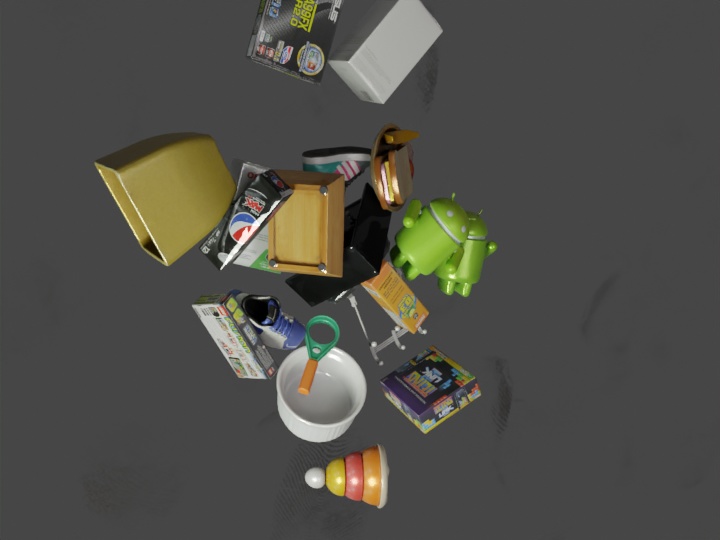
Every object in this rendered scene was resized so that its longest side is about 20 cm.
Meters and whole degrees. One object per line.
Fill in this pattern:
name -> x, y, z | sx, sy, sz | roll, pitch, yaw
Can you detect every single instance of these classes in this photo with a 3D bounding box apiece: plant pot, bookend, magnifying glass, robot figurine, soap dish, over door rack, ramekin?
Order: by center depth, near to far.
plant pot -> -0.350, -0.159, 1.444 | 0.198, 0.194, 0.197 | -34, 116, -20
soap dish -> -0.110, -0.089, 1.497 | 0.153, 0.081, 0.206 | 6, 103, 17
bookend -> -0.043, -0.055, 1.653 | 0.092, 0.196, 0.203 | 43, 40, -28
magnifying glass -> -0.097, 0.180, 1.669 | 0.078, 0.203, 0.023 | 17, 140, 0
ramekin -> -0.090, 0.272, 1.674 | 0.196, 0.203, 0.099 | -12, 145, -22
robot figurine -> 0.154, -0.074, 1.677 | 0.199, 0.116, 0.175 | -41, 109, 12
over door rack -> 0.064, 0.103, 1.776 | 0.146, 0.066, 0.203 | -32, 115, -16
robot figurine -> 0.233, -0.047, 1.789 | 0.171, 0.116, 0.205 | 6, 101, -14

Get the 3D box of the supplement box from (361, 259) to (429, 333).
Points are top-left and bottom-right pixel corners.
supplement box -> 0.071, 0.053, 1.677 | 0.067, 0.068, 0.200 | -52, 133, -11

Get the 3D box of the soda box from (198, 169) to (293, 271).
soda box -> -0.216, -0.095, 1.449 | 0.063, 0.071, 0.200 | 43, 111, 0

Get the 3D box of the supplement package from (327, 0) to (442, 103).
supplement package -> 0.050, -0.464, 1.586 | 0.120, 0.121, 0.201 | 42, 85, -28

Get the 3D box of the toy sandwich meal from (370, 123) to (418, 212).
toy sandwich meal -> 0.083, -0.220, 1.644 | 0.204, 0.069, 0.211 | -3, 93, -62

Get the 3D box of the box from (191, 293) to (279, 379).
box -> -0.260, 0.140, 1.603 | 0.035, 0.108, 0.203 | -49, 123, -38

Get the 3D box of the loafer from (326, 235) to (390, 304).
loafer -> 0.000, 0.000, 1.715 | 0.201, 0.073, 0.072 | -48, 143, -5

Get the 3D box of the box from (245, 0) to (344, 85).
box -> -0.127, -0.496, 1.536 | 0.157, 0.044, 0.205 | 14, 97, -28

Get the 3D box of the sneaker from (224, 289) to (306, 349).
sneaker -> -0.190, 0.108, 1.618 | 0.198, 0.114, 0.082 | 33, 72, -29

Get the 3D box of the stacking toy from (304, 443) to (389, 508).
stacking toy -> -0.034, 0.486, 1.819 | 0.194, 0.146, 0.150 | 1, 104, -6

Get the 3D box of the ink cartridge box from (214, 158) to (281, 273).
ink cartridge box -> -0.212, -0.113, 1.574 | 0.144, 0.083, 0.205 | 14, 97, -28

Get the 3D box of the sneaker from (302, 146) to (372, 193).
sneaker -> -0.037, -0.195, 1.639 | 0.196, 0.083, 0.124 | -10, 115, -31

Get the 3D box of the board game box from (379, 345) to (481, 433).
board game box -> 0.160, 0.272, 1.791 | 0.163, 0.199, 0.058 | -30, 116, -15
